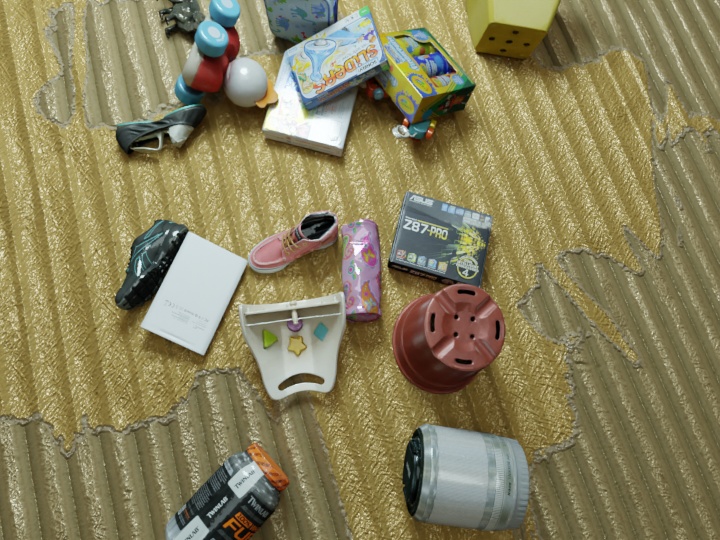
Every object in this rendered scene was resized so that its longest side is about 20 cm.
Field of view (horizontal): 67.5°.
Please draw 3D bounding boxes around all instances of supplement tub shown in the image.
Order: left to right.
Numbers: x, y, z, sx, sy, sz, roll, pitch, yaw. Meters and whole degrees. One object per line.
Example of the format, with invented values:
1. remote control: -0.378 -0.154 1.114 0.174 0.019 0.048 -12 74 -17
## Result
1. supplement tub: -0.224 0.407 0.926 0.122 0.123 0.200 43 76 7

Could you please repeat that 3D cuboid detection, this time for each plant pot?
1. plant pot: 0.170 0.120 1.005 0.195 0.196 0.206 2 74 -6
2. plant pot: 0.349 -0.607 1.230 0.194 0.200 0.181 8 85 -3

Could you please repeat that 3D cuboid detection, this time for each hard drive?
1. hard drive: -0.322 0.045 1.054 0.130 0.026 0.204 25 73 -10

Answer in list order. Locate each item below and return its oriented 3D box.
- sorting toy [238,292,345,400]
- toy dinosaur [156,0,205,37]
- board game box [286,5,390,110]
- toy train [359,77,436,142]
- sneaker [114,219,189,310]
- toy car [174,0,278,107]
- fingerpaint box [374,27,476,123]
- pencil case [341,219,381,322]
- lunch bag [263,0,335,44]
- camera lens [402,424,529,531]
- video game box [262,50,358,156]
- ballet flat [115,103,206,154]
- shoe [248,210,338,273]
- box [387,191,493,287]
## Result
1. sorting toy: -0.121 0.147 1.025 0.194 0.107 0.185 -6 83 -8
2. toy dinosaur: -0.400 -0.587 1.214 0.100 0.077 0.203 -19 72 -22
3. board game box: -0.048 -0.445 1.133 0.196 0.034 0.138 -23 75 15
4. toy train: 0.081 -0.349 1.181 0.147 0.056 0.203 -10 62 -25
5. sneaker: -0.418 -0.015 1.055 0.078 0.076 0.202 25 65 11
6. toy car: -0.259 -0.421 1.131 0.197 0.184 0.180 26 54 -24
7. fingerpaint box: 0.126 -0.430 1.171 0.164 0.074 0.202 -21 66 -30
8. pencil case: 0.000 0.000 1.082 0.085 0.088 0.205 -1 74 -6
9. lunch bag: -0.122 -0.568 1.160 0.157 0.200 0.084 16 80 1
10. camera lens: 0.179 0.368 0.958 0.195 0.160 0.164 9 74 -3
11. video game box: -0.105 -0.367 1.187 0.178 0.047 0.205 14 74 -3
12. ballet flat: -0.411 -0.288 1.130 0.195 0.068 0.070 -16 86 0
13. shoe: -0.134 -0.061 1.077 0.196 0.091 0.073 -22 78 -11
14. box: 0.168 -0.060 1.130 0.195 0.049 0.165 16 71 -1
